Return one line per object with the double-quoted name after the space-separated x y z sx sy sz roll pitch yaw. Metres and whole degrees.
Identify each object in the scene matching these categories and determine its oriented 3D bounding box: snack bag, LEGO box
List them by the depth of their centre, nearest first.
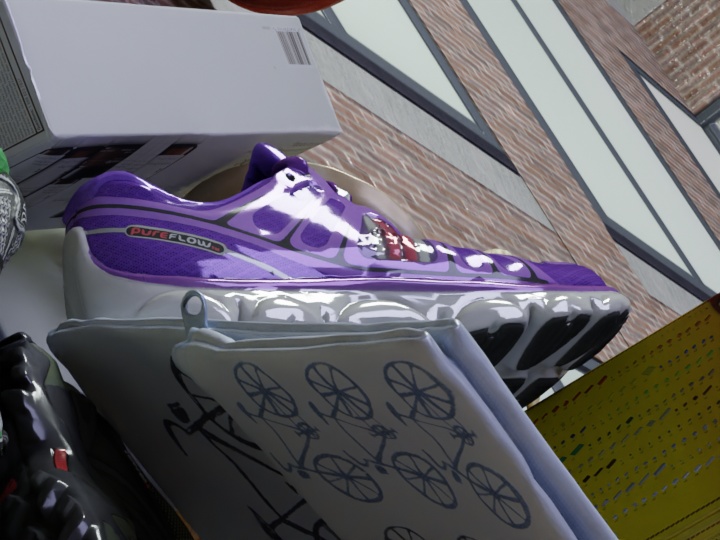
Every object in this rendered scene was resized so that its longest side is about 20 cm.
0.010 0.081 0.667 0.200 0.021 0.189 1 -47 55 "snack bag"
0.099 0.107 0.877 0.149 0.200 0.077 38 27 -44 "LEGO box"

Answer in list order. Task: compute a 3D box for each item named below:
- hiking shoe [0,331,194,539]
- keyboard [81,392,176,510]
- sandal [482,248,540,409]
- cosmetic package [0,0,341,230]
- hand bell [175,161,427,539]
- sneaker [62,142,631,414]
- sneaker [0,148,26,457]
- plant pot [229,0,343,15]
-0.062 0.096 0.650 0.101 0.076 0.200 41 17 -29 "hiking shoe"
-0.044 0.080 0.896 0.200 0.011 0.056 24 37 -62 "keyboard"
0.029 0.017 0.980 0.078 0.070 0.211 45 -10 -34 "sandal"
-0.087 -0.048 0.848 0.200 0.082 0.051 -8 76 -65 "cosmetic package"
-0.038 0.060 0.813 0.104 0.104 0.200 47 30 -19 "hand bell"
0.000 0.000 0.788 0.199 0.081 0.084 7 55 -38 "sneaker"
-0.124 0.026 0.640 0.085 0.078 0.200 49 23 -11 "sneaker"
-0.078 -0.252 1.262 0.195 0.201 0.201 23 31 -48 "plant pot"
